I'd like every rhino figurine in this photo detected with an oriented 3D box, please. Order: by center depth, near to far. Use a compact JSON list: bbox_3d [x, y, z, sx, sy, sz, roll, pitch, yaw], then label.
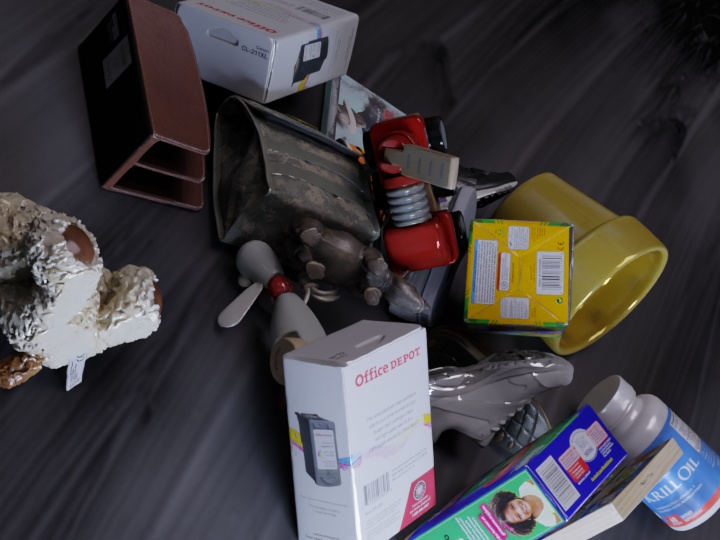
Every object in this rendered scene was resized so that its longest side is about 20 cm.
[{"bbox_3d":[0.000,0.000,1.530,0.199,0.060,0.087,27,5,-25],"label":"rhino figurine"}]

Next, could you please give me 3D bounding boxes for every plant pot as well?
[{"bbox_3d":[0.273,-0.022,1.855,0.200,0.201,0.189,-11,53,-50],"label":"plant pot"}]

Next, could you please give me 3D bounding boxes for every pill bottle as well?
[{"bbox_3d":[0.372,0.231,1.793,0.200,0.112,0.112,42,37,-9],"label":"pill bottle"}]

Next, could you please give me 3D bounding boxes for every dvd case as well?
[{"bbox_3d":[0.033,-0.169,1.859,0.200,0.022,0.146,30,41,-24],"label":"dvd case"}]

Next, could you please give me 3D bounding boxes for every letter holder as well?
[{"bbox_3d":[-0.215,-0.182,1.547,0.142,0.100,0.201,15,49,-41],"label":"letter holder"}]

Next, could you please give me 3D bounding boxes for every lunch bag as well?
[{"bbox_3d":[-0.081,-0.110,1.613,0.164,0.118,0.201,22,39,-35],"label":"lunch bag"}]

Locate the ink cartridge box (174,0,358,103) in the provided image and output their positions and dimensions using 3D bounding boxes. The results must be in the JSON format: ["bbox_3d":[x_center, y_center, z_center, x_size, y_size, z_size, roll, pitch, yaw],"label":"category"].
[{"bbox_3d":[-0.117,-0.280,1.690,0.145,0.083,0.200,24,28,21],"label":"ink cartridge box"}]

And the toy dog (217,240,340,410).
[{"bbox_3d":[-0.086,0.068,1.495,0.132,0.096,0.200,23,29,-27],"label":"toy dog"}]

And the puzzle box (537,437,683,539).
[{"bbox_3d":[0.294,0.272,1.658,0.025,0.133,0.200,55,36,5],"label":"puzzle box"}]

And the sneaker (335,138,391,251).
[{"bbox_3d":[0.012,-0.072,1.712,0.090,0.070,0.201,16,47,-35],"label":"sneaker"}]

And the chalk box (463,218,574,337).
[{"bbox_3d":[0.188,0.014,1.688,0.200,0.123,0.125,64,28,-81],"label":"chalk box"}]

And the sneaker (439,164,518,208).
[{"bbox_3d":[0.122,-0.120,1.823,0.199,0.076,0.088,-16,82,-37],"label":"sneaker"}]

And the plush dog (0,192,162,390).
[{"bbox_3d":[-0.303,0.001,1.294,0.172,0.160,0.200,54,6,29],"label":"plush dog"}]

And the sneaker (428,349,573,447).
[{"bbox_3d":[0.151,0.150,1.606,0.078,0.199,0.100,-101,180,-81],"label":"sneaker"}]

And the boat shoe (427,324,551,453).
[{"bbox_3d":[0.158,0.136,1.683,0.200,0.076,0.074,47,22,-7],"label":"boat shoe"}]

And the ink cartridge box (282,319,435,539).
[{"bbox_3d":[0.002,0.165,1.405,0.147,0.085,0.201,-21,110,-52],"label":"ink cartridge box"}]

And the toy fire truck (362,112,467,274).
[{"bbox_3d":[0.067,-0.083,1.563,0.200,0.128,0.177,-46,125,-75],"label":"toy fire truck"}]

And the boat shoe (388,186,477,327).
[{"bbox_3d":[0.080,-0.025,1.723,0.086,0.075,0.203,13,63,18],"label":"boat shoe"}]

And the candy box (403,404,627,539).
[{"bbox_3d":[0.163,0.245,1.487,0.077,0.200,0.169,52,35,6],"label":"candy box"}]
